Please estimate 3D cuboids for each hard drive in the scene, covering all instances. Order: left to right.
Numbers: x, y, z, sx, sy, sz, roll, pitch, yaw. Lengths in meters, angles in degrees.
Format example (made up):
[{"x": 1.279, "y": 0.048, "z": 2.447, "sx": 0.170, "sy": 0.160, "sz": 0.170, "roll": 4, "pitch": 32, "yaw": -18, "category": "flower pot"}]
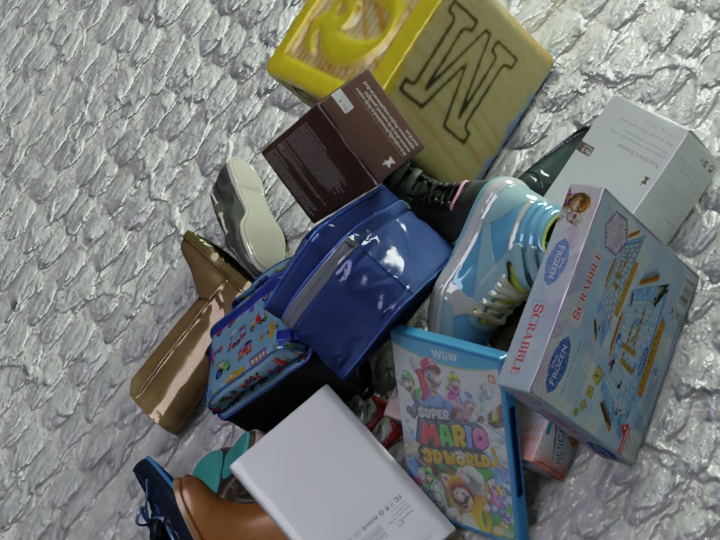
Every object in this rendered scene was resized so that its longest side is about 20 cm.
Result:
[{"x": -0.018, "y": 0.229, "z": 1.634, "sx": 0.132, "sy": 0.026, "sz": 0.200, "roll": -39, "pitch": 70, "yaw": -11, "category": "hard drive"}]

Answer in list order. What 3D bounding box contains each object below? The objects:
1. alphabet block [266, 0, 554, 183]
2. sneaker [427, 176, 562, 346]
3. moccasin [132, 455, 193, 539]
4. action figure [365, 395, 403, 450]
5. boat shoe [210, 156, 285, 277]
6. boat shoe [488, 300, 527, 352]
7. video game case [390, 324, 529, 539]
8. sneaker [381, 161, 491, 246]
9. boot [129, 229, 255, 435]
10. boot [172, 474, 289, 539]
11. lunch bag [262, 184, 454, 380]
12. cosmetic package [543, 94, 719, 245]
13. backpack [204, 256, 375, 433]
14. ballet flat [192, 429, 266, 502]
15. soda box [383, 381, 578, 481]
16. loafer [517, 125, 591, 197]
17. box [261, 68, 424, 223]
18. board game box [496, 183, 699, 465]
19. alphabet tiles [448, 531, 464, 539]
[{"x": 0.055, "y": -0.226, "z": 1.800, "sx": 0.195, "sy": 0.200, "sz": 0.197, "roll": 28, "pitch": 85, "yaw": 44, "category": "alphabet block"}, {"x": 0.144, "y": 0.017, "z": 1.575, "sx": 0.130, "sy": 0.079, "sz": 0.201, "roll": 27, "pitch": 101, "yaw": 48, "category": "sneaker"}, {"x": -0.209, "y": 0.281, "z": 1.807, "sx": 0.068, "sy": 0.081, "sz": 0.200, "roll": -43, "pitch": 44, "yaw": -4, "category": "moccasin"}, {"x": -0.036, "y": 0.221, "z": 1.730, "sx": 0.200, "sy": 0.052, "sz": 0.065, "roll": -50, "pitch": 50, "yaw": 8, "category": "action figure"}, {"x": -0.138, "y": -0.051, "z": 1.960, "sx": 0.057, "sy": 0.067, "sz": 0.201, "roll": -48, "pitch": 39, "yaw": 29, "category": "boat shoe"}, {"x": 0.175, "y": 0.069, "z": 1.626, "sx": 0.072, "sy": 0.066, "sz": 0.201, "roll": -50, "pitch": 22, "yaw": 17, "category": "boat shoe"}, {"x": 0.095, "y": 0.159, "z": 1.582, "sx": 0.143, "sy": 0.018, "sz": 0.201, "roll": 14, "pitch": 119, "yaw": 43, "category": "video game case"}, {"x": 0.075, "y": -0.074, "z": 1.706, "sx": 0.071, "sy": 0.099, "sz": 0.200, "roll": -57, "pitch": 11, "yaw": -19, "category": "sneaker"}, {"x": -0.212, "y": 0.068, "z": 1.947, "sx": 0.200, "sy": 0.066, "sz": 0.175, "roll": -53, "pitch": 45, "yaw": 4, "category": "boot"}, {"x": -0.083, "y": 0.253, "z": 1.674, "sx": 0.155, "sy": 0.077, "sz": 0.200, "roll": -42, "pitch": 83, "yaw": 11, "category": "boot"}, {"x": 0.000, "y": 0.000, "z": 1.653, "sx": 0.132, "sy": 0.200, "sz": 0.136, "roll": 42, "pitch": 119, "yaw": 6, "category": "lunch bag"}, {"x": 0.251, "y": -0.060, "z": 1.629, "sx": 0.113, "sy": 0.081, "sz": 0.200, "roll": 33, "pitch": 89, "yaw": 44, "category": "cosmetic package"}, {"x": -0.077, "y": 0.066, "z": 1.777, "sx": 0.182, "sy": 0.134, "sz": 0.201, "roll": -34, "pitch": 38, "yaw": 36, "category": "backpack"}, {"x": -0.127, "y": 0.224, "z": 1.775, "sx": 0.200, "sy": 0.067, "sz": 0.068, "roll": 146, "pitch": 138, "yaw": -62, "category": "ballet flat"}, {"x": 0.122, "y": 0.147, "z": 1.630, "sx": 0.199, "sy": 0.064, "sz": 0.069, "roll": 13, "pitch": 75, "yaw": 42, "category": "soda box"}, {"x": 0.182, "y": -0.072, "z": 1.700, "sx": 0.201, "sy": 0.070, "sz": 0.068, "roll": -49, "pitch": 46, "yaw": 6, "category": "loafer"}, {"x": -0.022, "y": -0.124, "z": 1.669, "sx": 0.075, "sy": 0.100, "sz": 0.200, "roll": -38, "pitch": 5, "yaw": -20, "category": "box"}, {"x": 0.223, "y": 0.053, "z": 1.505, "sx": 0.041, "sy": 0.199, "sz": 0.201, "roll": 10, "pitch": 72, "yaw": 42, "category": "board game box"}, {"x": 0.068, "y": 0.347, "z": 1.600, "sx": 0.167, "sy": 0.006, "sz": 0.200, "roll": -51, "pitch": 46, "yaw": 4, "category": "alphabet tiles"}]
